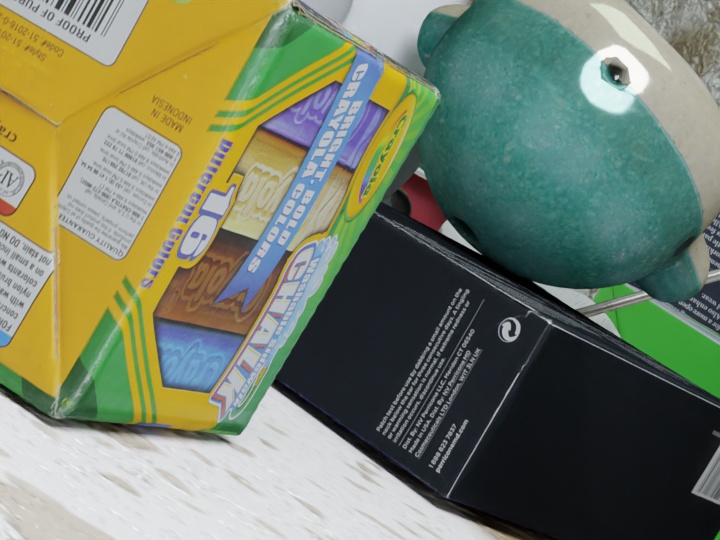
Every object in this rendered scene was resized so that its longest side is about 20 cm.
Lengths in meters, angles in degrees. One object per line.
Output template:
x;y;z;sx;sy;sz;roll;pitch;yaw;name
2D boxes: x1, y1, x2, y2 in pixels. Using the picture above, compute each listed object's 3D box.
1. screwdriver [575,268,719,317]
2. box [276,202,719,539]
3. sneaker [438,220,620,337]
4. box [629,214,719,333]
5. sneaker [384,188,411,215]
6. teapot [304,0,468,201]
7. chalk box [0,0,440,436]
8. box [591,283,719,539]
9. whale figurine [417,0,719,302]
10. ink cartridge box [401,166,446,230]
0.102;0.022;1.236;0.199;0.029;0.028;-11;6;-10;screwdriver
0.051;0.042;1.094;0.141;0.079;0.200;36;6;35;box
0.077;0.052;1.300;0.075;0.089;0.200;-4;28;-3;sneaker
0.226;0.020;1.848;0.104;0.200;0.148;32;5;7;box
0.000;0.000;1.364;0.106;0.075;0.200;37;14;15;sneaker
-0.021;-0.130;1.248;0.197;0.146;0.200;35;9;-48;teapot
-0.068;-0.035;0.811;0.125;0.124;0.200;32;3;16;chalk box
0.214;0.105;1.441;0.200;0.097;0.176;34;4;35;box
0.071;-0.037;1.154;0.159;0.104;0.200;46;-19;4;whale figurine
-0.011;-0.039;1.604;0.200;0.084;0.176;29;4;-29;ink cartridge box
